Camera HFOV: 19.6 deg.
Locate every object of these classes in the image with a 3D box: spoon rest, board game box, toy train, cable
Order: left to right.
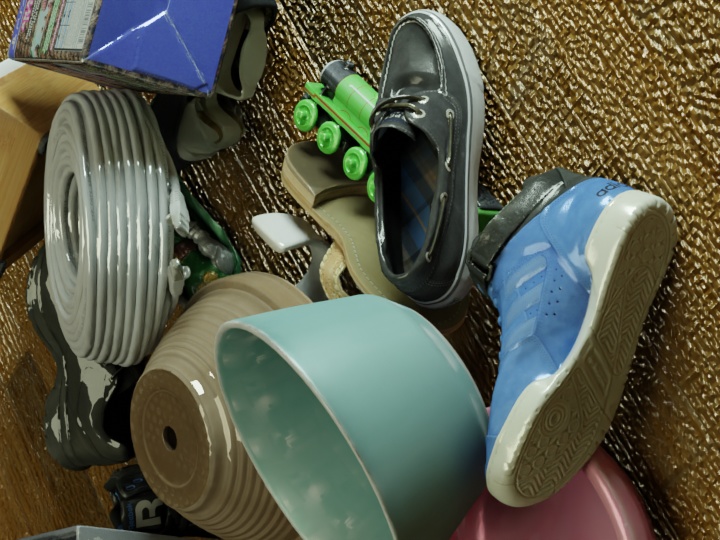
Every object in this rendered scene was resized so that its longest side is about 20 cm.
[{"bbox_3d":[-0.182,-0.029,1.501,0.200,0.069,0.201,109,152,-47],"label":"cable"},{"bbox_3d":[-0.161,-0.211,1.470,0.200,0.096,0.160,16,91,65],"label":"board game box"},{"bbox_3d":[-0.050,0.043,1.506,0.099,0.060,0.201,46,143,37],"label":"spoon rest"},{"bbox_3d":[0.024,-0.074,1.393,0.200,0.042,0.057,46,121,35],"label":"toy train"}]

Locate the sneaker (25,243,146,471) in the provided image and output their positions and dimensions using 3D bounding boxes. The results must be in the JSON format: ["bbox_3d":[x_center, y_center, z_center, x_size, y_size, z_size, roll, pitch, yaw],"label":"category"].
[{"bbox_3d":[-0.214,0.064,1.704,0.090,0.076,0.201,-2,100,40],"label":"sneaker"}]

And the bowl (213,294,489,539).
[{"bbox_3d":[0.007,0.096,1.289,0.201,0.105,0.201,47,155,30],"label":"bowl"}]

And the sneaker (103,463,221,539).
[{"bbox_3d":[-0.119,0.180,1.565,0.200,0.112,0.073,-2,97,51],"label":"sneaker"}]

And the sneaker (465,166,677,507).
[{"bbox_3d":[0.104,0.035,1.254,0.111,0.077,0.201,25,95,45],"label":"sneaker"}]

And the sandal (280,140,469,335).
[{"bbox_3d":[0.005,-0.001,1.410,0.212,0.077,0.070,53,140,41],"label":"sandal"}]

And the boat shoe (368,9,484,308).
[{"bbox_3d":[0.033,-0.077,1.319,0.070,0.066,0.201,-9,72,33],"label":"boat shoe"}]

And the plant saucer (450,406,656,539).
[{"bbox_3d":[0.119,0.181,1.321,0.200,0.051,0.202,16,111,48],"label":"plant saucer"}]

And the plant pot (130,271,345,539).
[{"bbox_3d":[-0.093,0.106,1.434,0.200,0.092,0.202,15,110,48],"label":"plant pot"}]

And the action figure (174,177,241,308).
[{"bbox_3d":[-0.147,-0.024,1.608,0.200,0.055,0.118,45,127,31],"label":"action figure"}]

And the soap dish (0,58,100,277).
[{"bbox_3d":[-0.277,-0.082,1.641,0.081,0.200,0.158,24,108,3],"label":"soap dish"}]

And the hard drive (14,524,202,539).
[{"bbox_3d":[-0.148,0.222,1.540,0.135,0.199,0.043,-19,64,52],"label":"hard drive"}]

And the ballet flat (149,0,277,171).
[{"bbox_3d":[-0.108,-0.133,1.522,0.073,0.073,0.200,49,129,33],"label":"ballet flat"}]
